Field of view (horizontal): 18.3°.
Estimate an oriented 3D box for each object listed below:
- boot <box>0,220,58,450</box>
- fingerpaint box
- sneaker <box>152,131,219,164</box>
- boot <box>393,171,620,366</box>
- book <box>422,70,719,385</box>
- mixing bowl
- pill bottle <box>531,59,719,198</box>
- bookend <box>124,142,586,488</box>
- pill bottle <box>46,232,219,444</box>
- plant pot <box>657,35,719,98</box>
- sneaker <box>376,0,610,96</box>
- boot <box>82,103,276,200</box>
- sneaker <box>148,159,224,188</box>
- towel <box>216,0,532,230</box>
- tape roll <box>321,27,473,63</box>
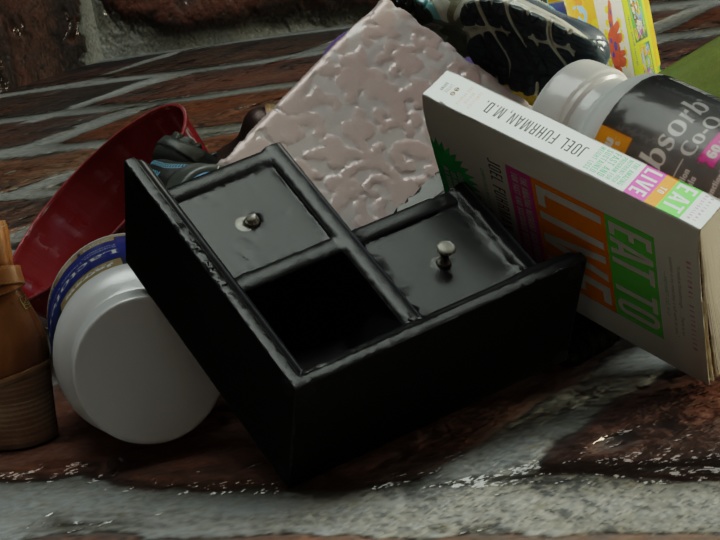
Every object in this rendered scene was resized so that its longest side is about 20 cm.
[{"bbox_3d":[-0.300,0.046,1.515,0.199,0.155,0.074,-8,12,19],"label":"boot"},{"bbox_3d":[0.174,-0.118,1.717,0.073,0.201,0.167,-6,13,29],"label":"fingerpaint box"},{"bbox_3d":[-0.113,-0.010,1.590,0.066,0.200,0.091,25,63,31],"label":"sneaker"},{"bbox_3d":[0.066,0.031,1.416,0.158,0.080,0.211,31,68,29],"label":"boot"},{"bbox_3d":[0.131,-0.030,1.309,0.200,0.134,0.048,29,63,33],"label":"book"},{"bbox_3d":[-0.170,-0.019,1.726,0.200,0.108,0.200,-39,22,19],"label":"mixing bowl"},{"bbox_3d":[0.208,-0.059,1.447,0.200,0.117,0.116,29,35,35],"label":"pill bottle"},{"bbox_3d":[-0.007,-0.004,1.324,0.199,0.092,0.199,-22,53,-23],"label":"bookend"},{"bbox_3d":[-0.145,0.045,1.462,0.115,0.116,0.200,-13,11,-8],"label":"pill bottle"},{"bbox_3d":[0.306,-0.113,1.660,0.189,0.201,0.200,-21,9,16],"label":"plant pot"},{"bbox_3d":[0.104,-0.186,1.583,0.200,0.078,0.086,22,53,41],"label":"sneaker"},{"bbox_3d":[-0.148,-0.058,1.832,0.166,0.200,0.073,0,49,-14],"label":"boot"},{"bbox_3d":[-0.066,-0.008,1.464,0.073,0.200,0.082,-50,35,-13],"label":"sneaker"},{"bbox_3d":[0.032,-0.068,1.539,0.191,0.200,0.032,-48,-10,-22],"label":"towel"},{"bbox_3d":[0.055,-0.107,1.780,0.199,0.200,0.085,-5,56,30],"label":"tape roll"}]
